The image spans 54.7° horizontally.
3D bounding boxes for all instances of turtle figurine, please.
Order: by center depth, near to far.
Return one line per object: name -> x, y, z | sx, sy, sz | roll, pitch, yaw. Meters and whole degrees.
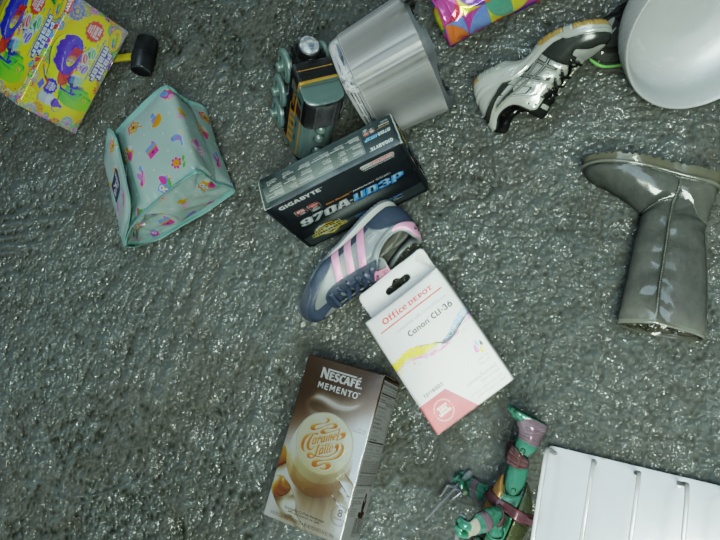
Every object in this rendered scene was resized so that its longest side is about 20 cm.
turtle figurine -> 0.148, 0.255, 0.780 | 0.099, 0.150, 0.204 | 26, 86, -1

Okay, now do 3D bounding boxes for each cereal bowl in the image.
cereal bowl -> 0.398, -0.300, 0.826 | 0.195, 0.202, 0.085 | -20, 43, 13

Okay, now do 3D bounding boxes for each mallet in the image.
mallet -> -0.441, -0.387, 1.242 | 0.195, 0.041, 0.068 | 11, 79, 27

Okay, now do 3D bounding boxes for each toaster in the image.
toaster -> 0.041, -0.270, 0.934 | 0.127, 0.200, 0.116 | -26, 65, 10

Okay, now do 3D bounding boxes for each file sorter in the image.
file sorter -> 0.281, 0.274, 0.724 | 0.195, 0.124, 0.143 | 9, 77, 22

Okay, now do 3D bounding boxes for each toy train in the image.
toy train -> -0.075, -0.231, 0.978 | 0.083, 0.201, 0.117 | -15, 71, -18

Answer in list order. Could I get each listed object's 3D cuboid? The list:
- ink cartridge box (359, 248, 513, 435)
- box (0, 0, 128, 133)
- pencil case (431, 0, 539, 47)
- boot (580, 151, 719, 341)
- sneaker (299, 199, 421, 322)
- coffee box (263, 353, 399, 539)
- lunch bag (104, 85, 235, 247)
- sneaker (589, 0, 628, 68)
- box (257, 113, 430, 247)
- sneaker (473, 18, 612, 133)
ink cartridge box -> 0.086, 0.082, 0.863 | 0.115, 0.067, 0.202 | -36, 78, 7
box -> -0.541, -0.383, 1.208 | 0.191, 0.121, 0.203 | 31, 93, 30
pencil case -> 0.197, -0.396, 0.982 | 0.196, 0.088, 0.090 | -24, 67, 10
boot -> 0.335, -0.031, 0.834 | 0.178, 0.072, 0.206 | 13, 86, 25
sneaker -> 0.000, 0.000, 0.935 | 0.201, 0.070, 0.082 | -51, 53, 1
coffee box -> -0.034, 0.222, 0.881 | 0.112, 0.080, 0.205 | 11, 78, 22
lunch bag -> -0.316, -0.152, 1.078 | 0.197, 0.121, 0.174 | -30, 68, 18
sneaker -> 0.370, -0.344, 0.898 | 0.199, 0.084, 0.077 | -40, 64, 5
box -> -0.017, -0.113, 0.932 | 0.196, 0.159, 0.047 | -24, 68, 11
sneaker -> 0.244, -0.248, 0.911 | 0.197, 0.075, 0.090 | -24, 75, 40
